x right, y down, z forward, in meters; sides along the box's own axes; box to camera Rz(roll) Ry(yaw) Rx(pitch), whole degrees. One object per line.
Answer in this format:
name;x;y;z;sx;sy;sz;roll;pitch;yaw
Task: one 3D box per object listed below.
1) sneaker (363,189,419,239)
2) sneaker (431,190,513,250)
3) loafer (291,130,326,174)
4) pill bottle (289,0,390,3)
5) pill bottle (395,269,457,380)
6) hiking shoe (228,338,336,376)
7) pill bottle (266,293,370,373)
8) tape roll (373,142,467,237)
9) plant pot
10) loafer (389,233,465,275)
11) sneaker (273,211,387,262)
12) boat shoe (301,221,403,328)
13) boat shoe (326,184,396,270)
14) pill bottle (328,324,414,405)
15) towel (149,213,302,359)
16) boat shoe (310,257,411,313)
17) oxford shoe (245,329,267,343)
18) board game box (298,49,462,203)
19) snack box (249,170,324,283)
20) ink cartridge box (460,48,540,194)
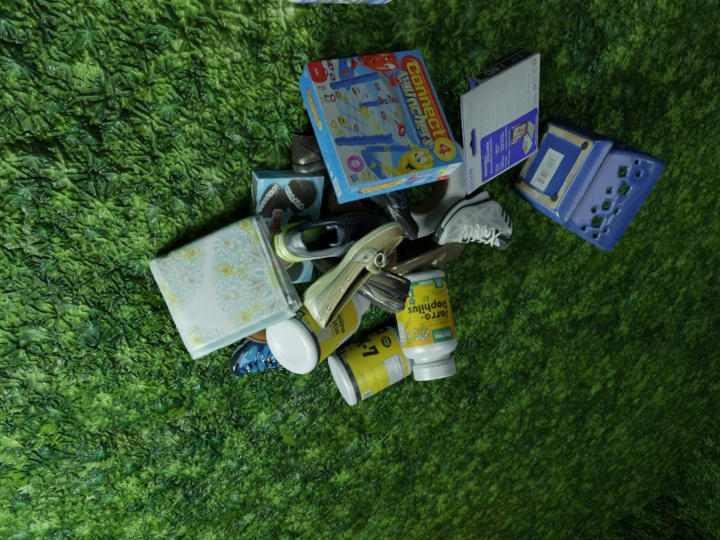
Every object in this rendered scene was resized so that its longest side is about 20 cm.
sneaker;0.058;-0.124;0.926;0.082;0.073;0.200;-54;138;-7
sneaker;0.229;-0.080;1.037;0.199;0.115;0.076;-31;155;-39
loafer;-0.023;-0.220;0.858;0.198;0.073;0.072;-28;121;-18
pill bottle;-0.006;-0.414;0.711;0.197;0.114;0.115;-12;126;-24
pill bottle;0.129;0.108;1.069;0.111;0.112;0.204;-6;83;-27
hiking shoe;-0.151;0.154;1.023;0.197;0.087;0.075;-22;130;-17
pill bottle;-0.068;0.087;0.976;0.199;0.111;0.114;-37;141;-46
tape roll;0.115;-0.158;1.011;0.200;0.037;0.206;-17;128;-22
plant pot;0.439;-0.184;1.091;0.177;0.200;0.202;14;113;-29
loafer;0.136;-0.030;1.083;0.197;0.076;0.068;-22;123;-17
sneaker;-0.034;-0.053;0.856;0.197;0.081;0.075;-15;97;-29
boat shoe;-0.003;0.005;0.856;0.200;0.063;0.073;-40;161;3
boat shoe;0.005;-0.075;0.976;0.071;0.065;0.201;-33;129;2
pill bottle;0.041;0.189;1.147;0.197;0.114;0.116;-25;130;-16
towel;-0.210;0.025;0.855;0.197;0.048;0.174;-23;92;1
boat shoe;0.000;0.000;0.945;0.198;0.074;0.074;31;77;-9
oxford shoe;-0.184;0.075;0.948;0.071;0.072;0.199;-30;141;32
board game box;0.030;-0.222;0.815;0.193;0.203;0.056;-16;169;-22
snack box;-0.130;-0.069;0.919;0.114;0.037;0.203;-7;124;-27
ink cartridge box;0.249;-0.272;0.997;0.198;0.043;0.200;-32;133;-22
